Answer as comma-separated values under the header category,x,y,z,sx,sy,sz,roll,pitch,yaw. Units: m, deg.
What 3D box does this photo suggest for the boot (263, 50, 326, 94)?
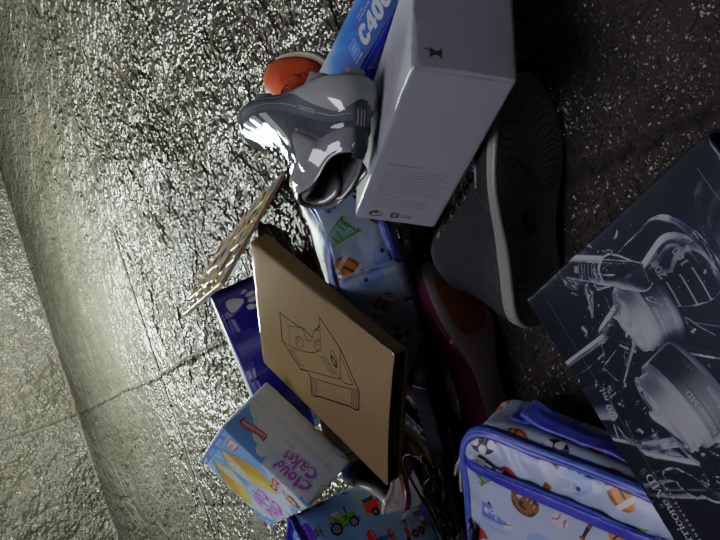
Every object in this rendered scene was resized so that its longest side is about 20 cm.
category,x,y,z,sx,sy,sz,roll,pitch,yaw
boot,-0.064,-0.165,0.832,0.200,0.107,0.075,43,140,42

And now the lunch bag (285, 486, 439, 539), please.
category,x,y,z,sx,sy,sz,roll,pitch,yaw
lunch bag,0.029,0.336,0.883,0.200,0.151,0.094,50,143,34

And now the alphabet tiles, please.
category,x,y,z,sx,sy,sz,roll,pitch,yaw
alphabet tiles,-0.167,-0.026,1.042,0.008,0.167,0.200,33,152,-15

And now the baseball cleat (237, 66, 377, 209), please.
category,x,y,z,sx,sy,sz,roll,pitch,yaw
baseball cleat,-0.054,-0.100,0.673,0.200,0.070,0.107,-7,77,64

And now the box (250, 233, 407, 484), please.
category,x,y,z,sx,sy,sz,roll,pitch,yaw
box,-0.032,0.078,0.747,0.200,0.021,0.164,38,142,38

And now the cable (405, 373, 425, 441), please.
category,x,y,z,sx,sy,sz,roll,pitch,yaw
cable,0.078,0.152,0.832,0.200,0.050,0.097,39,145,30

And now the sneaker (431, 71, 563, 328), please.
category,x,y,z,sx,sy,sz,roll,pitch,yaw
sneaker,0.097,-0.057,0.653,0.106,0.075,0.200,23,124,51

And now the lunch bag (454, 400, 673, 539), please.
category,x,y,z,sx,sy,sz,roll,pitch,yaw
lunch bag,0.164,0.187,0.625,0.200,0.076,0.160,15,121,40

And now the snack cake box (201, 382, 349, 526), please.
category,x,y,z,sx,sy,sz,roll,pitch,yaw
snack cake box,-0.097,0.202,0.877,0.115,0.067,0.200,44,153,4

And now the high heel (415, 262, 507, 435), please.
category,x,y,z,sx,sy,sz,roll,pitch,yaw
high heel,0.091,0.093,0.748,0.200,0.067,0.096,54,136,5

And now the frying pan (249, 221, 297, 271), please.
category,x,y,z,sx,sy,sz,roll,pitch,yaw
frying pan,-0.105,0.004,1.053,0.115,0.031,0.190,63,163,15

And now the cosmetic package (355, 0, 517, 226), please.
category,x,y,z,sx,sy,sz,roll,pitch,yaw
cosmetic package,0.049,-0.125,0.616,0.200,0.071,0.101,113,161,-64

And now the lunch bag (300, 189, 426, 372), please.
category,x,y,z,sx,sy,sz,roll,pitch,yaw
lunch bag,0.000,0.000,0.786,0.160,0.076,0.200,-118,12,-57

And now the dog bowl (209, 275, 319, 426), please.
category,x,y,z,sx,sy,sz,roll,pitch,yaw
dog bowl,-0.112,0.105,1.006,0.200,0.079,0.200,158,90,-79

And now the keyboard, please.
category,x,y,z,sx,sy,sz,roll,pitch,yaw
keyboard,0.062,0.162,0.716,0.040,0.104,0.200,-9,116,15

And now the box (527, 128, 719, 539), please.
category,x,y,z,sx,sy,sz,roll,pitch,yaw
box,0.225,0.045,0.471,0.200,0.104,0.182,61,149,19

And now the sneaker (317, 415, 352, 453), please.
category,x,y,z,sx,sy,sz,roll,pitch,yaw
sneaker,-0.045,0.098,0.859,0.073,0.071,0.200,46,-159,-75

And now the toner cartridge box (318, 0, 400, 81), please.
category,x,y,z,sx,sy,sz,roll,pitch,yaw
toner cartridge box,0.027,-0.185,0.685,0.043,0.095,0.200,64,147,17

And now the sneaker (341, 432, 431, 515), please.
category,x,y,z,sx,sy,sz,roll,pitch,yaw
sneaker,0.004,0.183,0.906,0.200,0.090,0.075,38,135,44
